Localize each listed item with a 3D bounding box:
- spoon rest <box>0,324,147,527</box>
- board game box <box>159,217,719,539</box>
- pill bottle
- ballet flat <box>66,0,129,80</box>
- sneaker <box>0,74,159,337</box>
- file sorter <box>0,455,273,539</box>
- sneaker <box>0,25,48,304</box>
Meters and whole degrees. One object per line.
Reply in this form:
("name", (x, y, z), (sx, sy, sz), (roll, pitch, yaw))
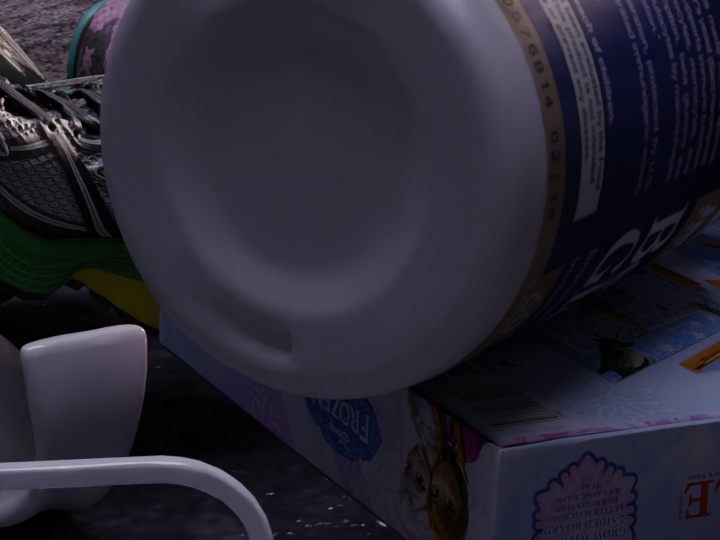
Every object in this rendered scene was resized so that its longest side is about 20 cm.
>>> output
("spoon rest", (-0.129, 0.045, 0.835), (0.099, 0.061, 0.200), (-9, 5, -31))
("board game box", (0.074, 0.021, 0.695), (0.198, 0.041, 0.200), (-5, 18, -25))
("pill bottle", (0.036, -0.045, 0.644), (0.110, 0.112, 0.200), (9, 18, 30))
("ballet flat", (-0.033, -0.075, 0.951), (0.071, 0.070, 0.200), (19, 15, 18))
("sneaker", (-0.081, -0.040, 0.818), (0.200, 0.085, 0.078), (20, 28, -54))
("file sorter", (-0.069, 0.124, 0.422), (0.138, 0.126, 0.200), (-3, 17, -6))
("sneaker", (-0.147, -0.026, 0.919), (0.114, 0.076, 0.200), (-41, -9, -9))
